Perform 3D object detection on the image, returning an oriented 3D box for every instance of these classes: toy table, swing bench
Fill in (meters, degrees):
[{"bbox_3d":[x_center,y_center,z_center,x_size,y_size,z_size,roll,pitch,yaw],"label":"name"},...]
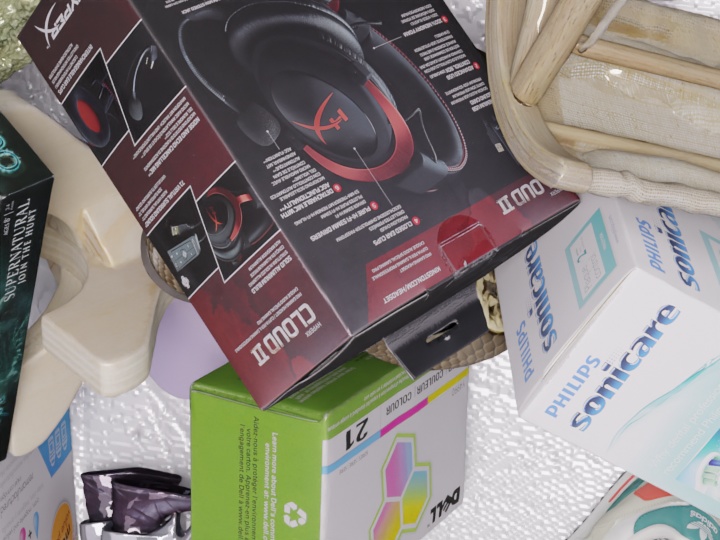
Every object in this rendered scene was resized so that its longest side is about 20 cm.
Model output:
[{"bbox_3d":[-0.125,-0.013,0.775,0.183,0.117,0.201,21,124,44],"label":"toy table"},{"bbox_3d":[0.172,-0.122,0.665,0.198,0.130,0.201,10,114,-23],"label":"swing bench"}]

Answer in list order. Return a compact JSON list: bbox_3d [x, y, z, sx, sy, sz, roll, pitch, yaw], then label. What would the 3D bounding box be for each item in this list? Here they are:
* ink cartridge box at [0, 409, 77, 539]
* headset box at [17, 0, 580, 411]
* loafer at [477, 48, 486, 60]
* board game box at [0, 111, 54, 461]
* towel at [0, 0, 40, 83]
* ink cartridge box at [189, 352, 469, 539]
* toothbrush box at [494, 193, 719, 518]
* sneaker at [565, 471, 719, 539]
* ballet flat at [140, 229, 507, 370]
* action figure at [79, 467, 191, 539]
[{"bbox_3d":[-0.197,0.171,0.877,0.067,0.115,0.201,3,108,9],"label":"ink cartridge box"},{"bbox_3d":[-0.016,-0.051,0.661,0.200,0.148,0.075,56,138,5],"label":"headset box"},{"bbox_3d":[0.036,-0.075,0.773,0.199,0.076,0.068,26,104,3],"label":"loafer"},{"bbox_3d":[-0.194,-0.015,0.734,0.135,0.028,0.200,47,142,23],"label":"board game box"},{"bbox_3d":[-0.118,-0.153,0.748,0.199,0.149,0.037,-32,117,19],"label":"towel"},{"bbox_3d":[-0.012,0.131,0.802,0.075,0.148,0.201,10,110,27],"label":"ink cartridge box"},{"bbox_3d":[0.163,0.035,0.714,0.199,0.147,0.085,27,117,-15],"label":"toothbrush box"},{"bbox_3d":[0.115,0.182,0.826,0.070,0.093,0.200,34,110,0],"label":"sneaker"},{"bbox_3d":[0.000,0.000,0.727,0.199,0.068,0.046,14,153,-30],"label":"ballet flat"},{"bbox_3d":[-0.124,0.208,0.866,0.069,0.130,0.201,8,91,-11],"label":"action figure"}]
